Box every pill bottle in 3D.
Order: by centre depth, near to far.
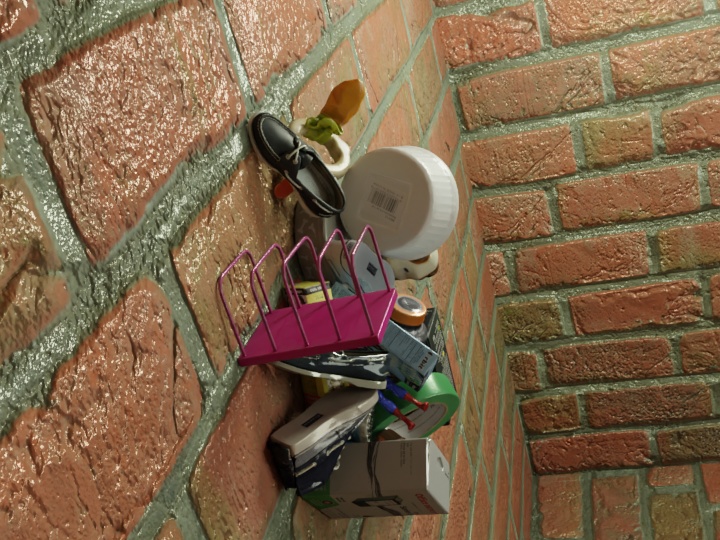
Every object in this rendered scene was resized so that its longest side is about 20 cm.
[{"bbox_3d":[0.058,0.142,1.589,0.106,0.106,0.201,-64,172,-62],"label":"pill bottle"}]

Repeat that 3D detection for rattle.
[{"bbox_3d":[-0.057,-0.204,1.426,0.130,0.142,0.200,56,32,-13],"label":"rattle"}]

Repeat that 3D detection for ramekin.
[{"bbox_3d":[0.059,-0.117,1.506,0.098,0.200,0.202,-3,85,-65],"label":"ramekin"}]

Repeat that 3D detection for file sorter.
[{"bbox_3d":[-0.071,0.027,1.184,0.139,0.199,0.126,-64,140,-63],"label":"file sorter"}]

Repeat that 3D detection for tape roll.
[{"bbox_3d":[0.082,0.261,1.584,0.048,0.200,0.200,59,4,30],"label":"tape roll"}]

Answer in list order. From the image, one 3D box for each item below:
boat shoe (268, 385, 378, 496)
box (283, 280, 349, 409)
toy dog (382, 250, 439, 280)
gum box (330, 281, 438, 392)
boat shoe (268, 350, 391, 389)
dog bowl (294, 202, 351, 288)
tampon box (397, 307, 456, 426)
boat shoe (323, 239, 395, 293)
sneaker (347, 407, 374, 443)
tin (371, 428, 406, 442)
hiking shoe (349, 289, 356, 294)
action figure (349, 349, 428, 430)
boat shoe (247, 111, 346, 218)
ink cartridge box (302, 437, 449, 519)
[{"bbox_3d":[-0.047,0.246,1.289,0.200,0.074,0.093,-26,117,-37],"label":"boat shoe"},{"bbox_3d":[-0.066,0.118,1.360,0.050,0.075,0.201,-15,99,-32],"label":"box"},{"bbox_3d":[0.079,-0.066,1.710,0.140,0.193,0.201,71,-4,-59],"label":"toy dog"},{"bbox_3d":[0.030,0.112,1.440,0.045,0.200,0.170,-52,170,-13],"label":"gum box"},{"bbox_3d":[-0.043,0.129,1.287,0.075,0.199,0.062,11,-92,67],"label":"boat shoe"},{"bbox_3d":[-0.056,-0.049,1.518,0.200,0.058,0.201,-8,90,-74],"label":"dog bowl"},{"bbox_3d":[0.095,0.197,1.748,0.126,0.149,0.201,-62,141,-63],"label":"tampon box"},{"bbox_3d":[0.000,0.000,1.462,0.074,0.065,0.200,-64,149,-19],"label":"boat shoe"},{"bbox_3d":[-0.027,0.247,1.434,0.200,0.089,0.079,101,-3,-74],"label":"sneaker"},{"bbox_3d":[0.039,0.348,1.552,0.112,0.042,0.200,-43,152,-19],"label":"tin"},{"bbox_3d":[-0.004,0.063,1.657,0.200,0.074,0.087,-67,172,-65],"label":"hiking shoe"},{"bbox_3d":[0.016,0.179,1.460,0.065,0.200,0.099,-53,163,-10],"label":"action figure"},{"bbox_3d":[-0.092,-0.164,1.348,0.200,0.060,0.076,47,63,-29],"label":"boat shoe"},{"bbox_3d":[0.027,0.324,1.364,0.146,0.199,0.084,56,31,-55],"label":"ink cartridge box"}]
